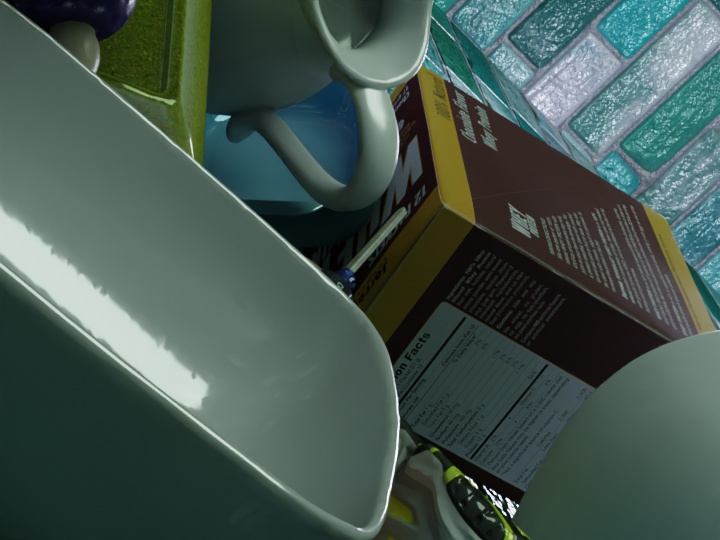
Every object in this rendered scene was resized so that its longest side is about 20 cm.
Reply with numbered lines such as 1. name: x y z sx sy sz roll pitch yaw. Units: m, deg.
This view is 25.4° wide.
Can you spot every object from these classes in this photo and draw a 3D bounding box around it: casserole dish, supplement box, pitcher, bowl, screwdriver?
1. casserole dish: -0.047 -0.066 0.919 0.120 0.039 0.201 1 30 -2
2. supplement box: 0.082 0.014 0.936 0.199 0.133 0.198 29 24 -18
3. pitcher: -0.046 -0.120 0.847 0.120 0.173 0.199 3 1 -39
4. pitcher: 0.133 0.120 0.768 0.121 0.200 0.171 49 13 6
5. bowl: -0.085 0.008 0.455 0.199 0.075 0.200 41 14 -9
6. screwdriver: 0.000 0.000 0.720 0.029 0.028 0.200 23 22 13

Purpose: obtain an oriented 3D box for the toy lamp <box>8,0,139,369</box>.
1. toy lamp: -0.104 -0.014 0.573 0.058 0.058 0.202 27 54 -55

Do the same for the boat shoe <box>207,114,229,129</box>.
1. boat shoe: -0.073 -0.101 1.032 0.200 0.073 0.062 40 -29 -12

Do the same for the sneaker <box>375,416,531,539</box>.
1. sneaker: 0.013 0.113 0.708 0.075 0.076 0.200 44 -4 -5

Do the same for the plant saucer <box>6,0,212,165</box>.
1. plant saucer: -0.146 -0.125 0.674 0.199 0.048 0.201 19 45 -22

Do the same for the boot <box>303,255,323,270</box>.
1. boot: -0.042 0.066 0.666 0.199 0.074 0.155 2 45 -55
